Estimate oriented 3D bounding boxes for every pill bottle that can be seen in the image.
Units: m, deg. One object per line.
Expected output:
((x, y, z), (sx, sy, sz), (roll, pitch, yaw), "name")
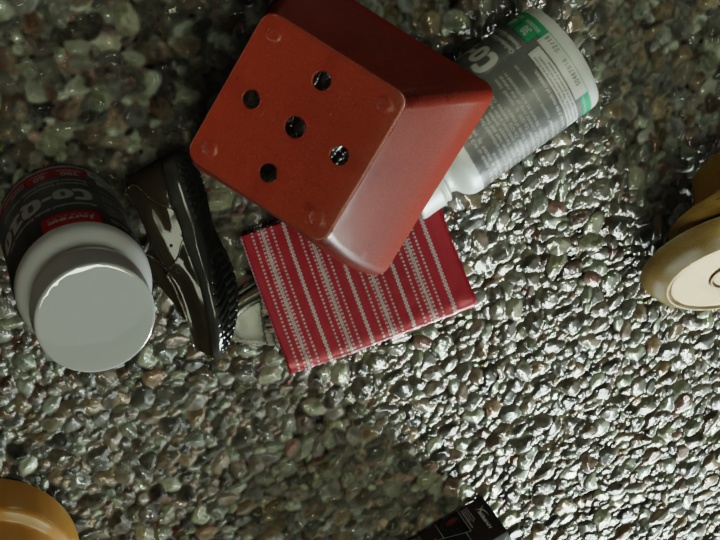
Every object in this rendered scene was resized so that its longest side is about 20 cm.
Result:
((0.111, -0.143, 1.260), (0.200, 0.113, 0.113), (-37, 121, -2), "pill bottle")
((-0.239, -0.004, 1.141), (0.114, 0.200, 0.114), (-9, 117, -17), "pill bottle")

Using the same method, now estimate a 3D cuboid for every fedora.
((0.410, -0.082, 1.400), (0.200, 0.082, 0.201), (-9, 153, -5), "fedora")

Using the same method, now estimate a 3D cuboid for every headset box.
((0.091, 0.371, 1.518), (0.200, 0.075, 0.149), (-31, 121, -5), "headset box")

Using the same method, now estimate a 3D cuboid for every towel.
((0.000, 0.000, 1.296), (0.200, 0.022, 0.145), (-20, 84, -12), "towel")

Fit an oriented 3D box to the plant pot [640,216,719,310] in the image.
((0.394, -0.006, 1.418), (0.200, 0.028, 0.200), (-9, 153, -5), "plant pot")

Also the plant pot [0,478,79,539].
((-0.350, 0.327, 1.265), (0.200, 0.183, 0.201), (-8, 116, -17), "plant pot")

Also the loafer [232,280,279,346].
((-0.034, 0.033, 1.317), (0.200, 0.063, 0.072), (-13, 117, -15), "loafer")

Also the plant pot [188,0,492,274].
((-0.031, -0.119, 1.131), (0.200, 0.176, 0.200), (33, 102, 7), "plant pot")

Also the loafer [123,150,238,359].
((-0.166, -0.012, 1.248), (0.071, 0.073, 0.200), (-9, 107, 14), "loafer")
